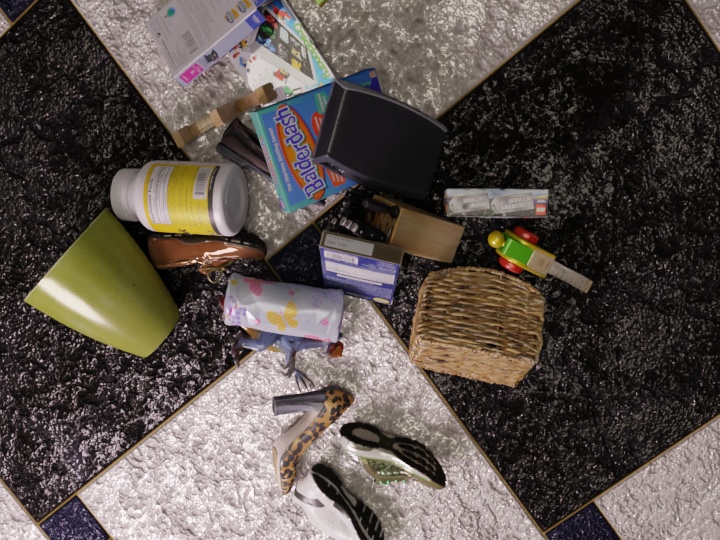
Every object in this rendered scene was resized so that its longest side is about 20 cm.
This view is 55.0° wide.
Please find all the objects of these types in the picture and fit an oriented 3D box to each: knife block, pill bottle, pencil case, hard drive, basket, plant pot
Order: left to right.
[{"bbox_3d":[-0.392,0.038,1.110,0.187,0.188,0.200,-44,108,11],"label":"plant pot"},{"bbox_3d":[-0.285,-0.116,1.088,0.195,0.111,0.114,5,100,13],"label":"pill bottle"},{"bbox_3d":[-0.120,0.057,1.102,0.195,0.091,0.085,9,111,-7],"label":"pencil case"},{"bbox_3d":[0.035,-0.190,1.027,0.196,0.042,0.138,16,93,-26],"label":"hard drive"},{"bbox_3d":[0.059,-0.064,1.035,0.196,0.176,0.065,22,101,1],"label":"knife block"},{"bbox_3d":[0.182,0.085,1.108,0.195,0.150,0.146,10,68,4],"label":"basket"}]

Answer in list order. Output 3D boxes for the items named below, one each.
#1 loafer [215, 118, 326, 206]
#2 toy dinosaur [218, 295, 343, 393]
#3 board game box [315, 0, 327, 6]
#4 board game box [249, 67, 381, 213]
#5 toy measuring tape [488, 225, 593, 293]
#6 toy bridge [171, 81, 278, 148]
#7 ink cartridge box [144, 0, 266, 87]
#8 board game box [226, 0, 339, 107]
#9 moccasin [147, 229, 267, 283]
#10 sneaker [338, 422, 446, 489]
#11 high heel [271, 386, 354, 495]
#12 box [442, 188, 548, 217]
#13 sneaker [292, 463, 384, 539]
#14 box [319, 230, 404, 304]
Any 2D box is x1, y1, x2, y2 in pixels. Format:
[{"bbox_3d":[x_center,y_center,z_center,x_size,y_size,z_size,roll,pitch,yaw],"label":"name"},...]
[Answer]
[{"bbox_3d":[-0.133,-0.171,1.092,0.197,0.072,0.064,28,97,3],"label":"loafer"},{"bbox_3d":[-0.123,0.111,1.132,0.177,0.105,0.205,-16,88,-11],"label":"toy dinosaur"},{"bbox_3d":[-0.093,-0.514,1.049,0.095,0.030,0.201,-40,97,10],"label":"board game box"},{"bbox_3d":[-0.049,-0.196,1.038,0.197,0.045,0.155,-25,109,-16],"label":"board game box"},{"bbox_3d":[0.277,-0.019,1.092,0.197,0.074,0.075,23,102,-22],"label":"toy measuring tape"},{"bbox_3d":[-0.209,-0.246,1.081,0.196,0.067,0.028,-18,110,30],"label":"toy bridge"},{"bbox_3d":[-0.226,-0.390,1.057,0.198,0.042,0.121,-36,70,12],"label":"ink cartridge box"},{"bbox_3d":[-0.114,-0.308,1.082,0.125,0.035,0.202,-33,95,10],"label":"board game box"},{"bbox_3d":[-0.248,-0.026,1.125,0.196,0.074,0.080,-2,109,3],"label":"moccasin"},{"bbox_3d":[0.048,0.329,1.166,0.196,0.077,0.090,22,114,7],"label":"sneaker"},{"bbox_3d":[-0.079,0.293,1.175,0.139,0.072,0.205,-4,114,-16],"label":"high heel"},{"bbox_3d":[0.188,-0.097,1.005,0.133,0.200,0.041,0,95,6],"label":"box"},{"bbox_3d":[-0.036,0.426,1.191,0.080,0.074,0.201,-41,89,25],"label":"sneaker"},{"bbox_3d":[0.000,0.000,1.059,0.118,0.201,0.033,13,70,3],"label":"box"}]
